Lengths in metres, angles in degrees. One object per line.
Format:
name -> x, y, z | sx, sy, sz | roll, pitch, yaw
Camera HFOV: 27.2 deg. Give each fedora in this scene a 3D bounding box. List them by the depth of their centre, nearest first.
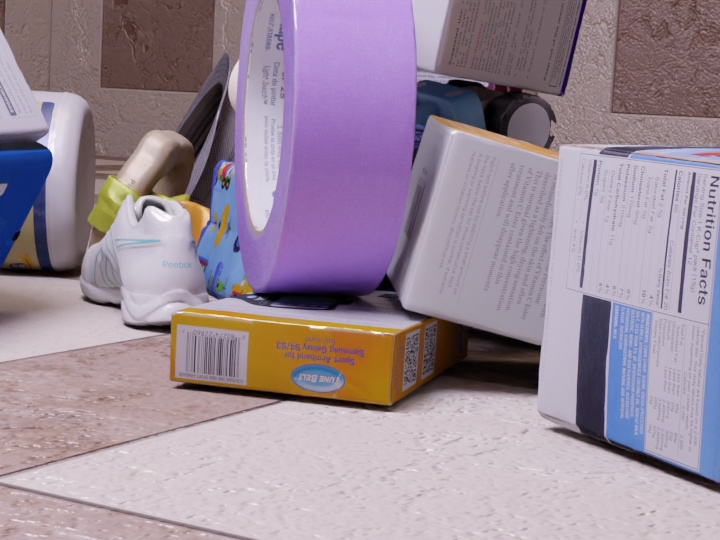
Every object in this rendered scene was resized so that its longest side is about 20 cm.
fedora -> -0.130, -0.093, 1.397 | 0.090, 0.201, 0.177 | 25, 23, -19

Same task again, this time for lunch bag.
lunch bag -> 0.000, 0.000, 1.033 | 0.199, 0.095, 0.150 | 16, 2, -25

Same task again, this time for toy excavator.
toy excavator -> 0.025, -0.079, 1.004 | 0.199, 0.196, 0.100 | -24, 24, -23

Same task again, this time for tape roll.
tape roll -> -0.025, -0.087, 0.830 | 0.065, 0.202, 0.200 | 1, 6, -13

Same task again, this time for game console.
game console -> -0.297, -0.022, 0.886 | 0.118, 0.171, 0.200 | 30, 10, 5

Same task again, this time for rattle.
rattle -> -0.138, -0.028, 1.221 | 0.142, 0.131, 0.200 | 14, -19, 4

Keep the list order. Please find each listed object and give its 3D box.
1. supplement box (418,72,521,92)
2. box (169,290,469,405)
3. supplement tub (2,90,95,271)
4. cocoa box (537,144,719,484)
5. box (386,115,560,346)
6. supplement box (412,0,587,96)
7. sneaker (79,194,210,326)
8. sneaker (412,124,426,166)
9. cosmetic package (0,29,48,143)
supplement box -> 0.072, -0.092, 1.282 | 0.110, 0.202, 0.086 | 6, 6, 23
box -> -0.012, 0.036, 0.823 | 0.118, 0.042, 0.200 | 5, 4, 16
supplement tub -> -0.319, -0.075, 1.196 | 0.198, 0.146, 0.144 | 3, 6, -3
cocoa box -> 0.201, 0.013, 0.680 | 0.199, 0.134, 0.131 | -1, 8, -28
box -> 0.124, -0.010, 0.822 | 0.199, 0.098, 0.124 | 16, 8, -6
supplement box -> 0.064, -0.180, 0.987 | 0.101, 0.104, 0.200 | 18, 12, 29
sneaker -> -0.143, -0.012, 1.012 | 0.070, 0.081, 0.200 | -1, 6, -23
sneaker -> 0.075, -0.021, 0.927 | 0.199, 0.075, 0.079 | 33, 19, -21
cosmetic package -> -0.341, -0.082, 0.917 | 0.199, 0.124, 0.200 | -30, -5, 27
